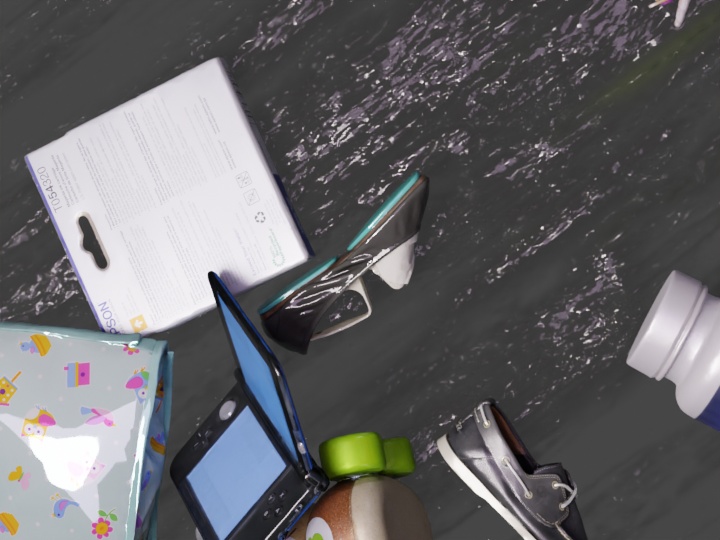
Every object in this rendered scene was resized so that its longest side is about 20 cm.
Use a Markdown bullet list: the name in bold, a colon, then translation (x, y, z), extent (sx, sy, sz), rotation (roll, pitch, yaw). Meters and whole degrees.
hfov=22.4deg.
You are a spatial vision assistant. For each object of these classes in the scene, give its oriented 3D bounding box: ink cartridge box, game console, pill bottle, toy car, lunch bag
- **ink cartridge box**: translation (-0.168, -0.057, 1.610), extent (0.199, 0.043, 0.197), rotation (-25, 86, 11)
- **game console**: translation (-0.114, 0.127, 1.515), extent (0.118, 0.200, 0.171), rotation (38, 95, -30)
- **pill bottle**: translation (0.331, 0.084, 1.523), extent (0.199, 0.120, 0.120), rotation (28, 93, 5)
- **toy car**: translation (-0.047, 0.243, 1.556), extent (0.199, 0.158, 0.165), rotation (-16, 77, 17)
- **lunch bag**: translation (-0.254, 0.146, 1.582), extent (0.169, 0.122, 0.201), rotation (7, 97, 6)

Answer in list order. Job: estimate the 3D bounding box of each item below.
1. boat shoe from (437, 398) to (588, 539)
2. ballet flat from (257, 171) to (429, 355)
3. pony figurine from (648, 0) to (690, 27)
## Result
- **boat shoe**: translation (0.156, 0.198, 1.564), extent (0.068, 0.072, 0.200), rotation (-45, 84, 8)
- **ballet flat**: translation (0.000, 0.000, 1.588), extent (0.200, 0.068, 0.068), rotation (-41, 96, 15)
- **pony figurine**: translation (0.319, -0.315, 1.522), extent (0.199, 0.167, 0.194), rotation (-13, 97, -10)
